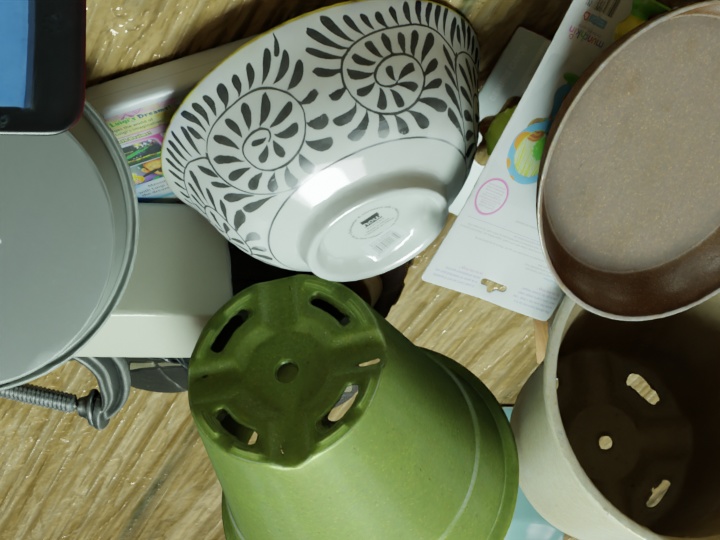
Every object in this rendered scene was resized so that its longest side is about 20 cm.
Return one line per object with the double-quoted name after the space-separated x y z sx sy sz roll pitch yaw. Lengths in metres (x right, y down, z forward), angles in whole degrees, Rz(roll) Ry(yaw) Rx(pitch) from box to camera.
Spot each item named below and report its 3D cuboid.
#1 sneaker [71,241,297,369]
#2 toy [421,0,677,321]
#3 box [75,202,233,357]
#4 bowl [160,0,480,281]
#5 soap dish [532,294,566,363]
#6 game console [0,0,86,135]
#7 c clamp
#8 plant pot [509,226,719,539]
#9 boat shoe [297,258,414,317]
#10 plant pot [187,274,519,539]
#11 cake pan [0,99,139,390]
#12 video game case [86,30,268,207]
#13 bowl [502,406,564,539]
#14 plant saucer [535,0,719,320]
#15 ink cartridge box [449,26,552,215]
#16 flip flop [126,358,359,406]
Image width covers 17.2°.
-0.126 0.028 1.554 0.199 0.091 0.076 -23 154 27 "sneaker"
0.111 -0.077 1.374 0.115 0.047 0.201 18 108 -43 "toy"
-0.181 0.005 1.446 0.199 0.083 0.068 3 153 -18 "box"
-0.007 -0.056 1.369 0.199 0.095 0.201 -18 151 -10 "bowl"
0.213 0.001 1.636 0.199 0.082 0.158 -11 155 1 "soap dish"
-0.213 -0.156 1.100 0.199 0.119 0.173 -1 154 -20 "game console"
-0.240 0.065 1.599 0.199 0.027 0.171 9 144 17 "c clamp"
0.182 0.093 1.493 0.199 0.202 0.184 -3 166 -15 "plant pot"
0.000 0.000 1.564 0.070 0.070 0.200 -50 -179 -19 "boat shoe"
-0.018 0.097 1.449 0.199 0.201 0.190 -14 151 9 "plant pot"
-0.221 -0.021 1.318 0.199 0.202 0.037 -7 -162 -6 "cake pan"
-0.111 -0.069 1.435 0.199 0.024 0.182 -16 154 13 "video game case"
0.092 0.200 1.982 0.199 0.106 0.201 -9 156 -4 "bowl"
0.178 -0.067 1.365 0.199 0.034 0.201 -17 126 -24 "plant saucer"
0.156 -0.073 1.469 0.199 0.047 0.160 20 134 -11 "ink cartridge box"
-0.094 0.053 1.640 0.199 0.058 0.081 5 143 22 "flip flop"
